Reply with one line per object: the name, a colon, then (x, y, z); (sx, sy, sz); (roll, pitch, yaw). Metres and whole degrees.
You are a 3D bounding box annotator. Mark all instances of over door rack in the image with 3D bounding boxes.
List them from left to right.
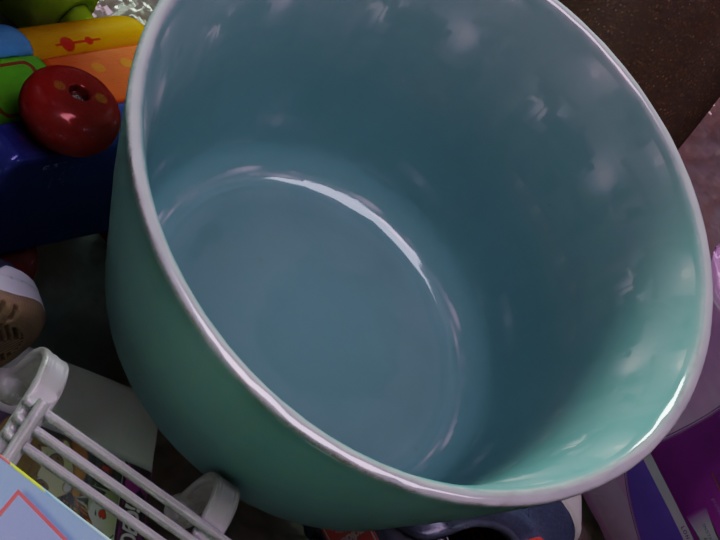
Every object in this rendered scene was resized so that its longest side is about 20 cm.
over door rack: (-0.090, 0.144, 0.744); (0.147, 0.067, 0.201); (37, 62, -19)

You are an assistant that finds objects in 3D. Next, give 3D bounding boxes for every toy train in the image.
toy train: (-0.084, -0.071, 0.912); (0.199, 0.085, 0.116); (-15, 59, -47)

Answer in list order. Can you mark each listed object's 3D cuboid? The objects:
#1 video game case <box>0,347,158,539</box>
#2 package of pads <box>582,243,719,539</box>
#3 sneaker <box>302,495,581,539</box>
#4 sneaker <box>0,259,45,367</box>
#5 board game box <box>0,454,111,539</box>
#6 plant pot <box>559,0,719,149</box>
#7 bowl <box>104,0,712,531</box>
video game case: (-0.153, 0.099, 0.780); (0.181, 0.036, 0.201); (24, 53, -26)
package of pads: (0.156, 0.092, 0.974); (0.075, 0.120, 0.201); (-17, 77, -43)
sneaker: (-0.005, 0.066, 0.891); (0.199, 0.075, 0.085); (34, 45, -20)
sneaker: (-0.185, -0.028, 0.755); (0.199, 0.070, 0.109); (10, 52, -39)
board game box: (-0.080, 0.135, 0.650); (0.200, 0.103, 0.105); (41, 63, -18)
plant pot: (0.095, -0.131, 1.002); (0.186, 0.187, 0.201); (21, 88, -28)
bowl: (0.000, 0.000, 0.811); (0.200, 0.105, 0.202); (14, 56, -22)
